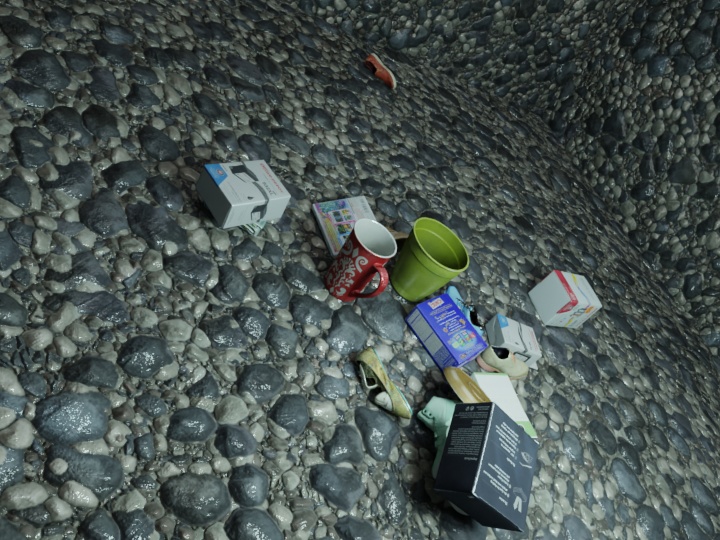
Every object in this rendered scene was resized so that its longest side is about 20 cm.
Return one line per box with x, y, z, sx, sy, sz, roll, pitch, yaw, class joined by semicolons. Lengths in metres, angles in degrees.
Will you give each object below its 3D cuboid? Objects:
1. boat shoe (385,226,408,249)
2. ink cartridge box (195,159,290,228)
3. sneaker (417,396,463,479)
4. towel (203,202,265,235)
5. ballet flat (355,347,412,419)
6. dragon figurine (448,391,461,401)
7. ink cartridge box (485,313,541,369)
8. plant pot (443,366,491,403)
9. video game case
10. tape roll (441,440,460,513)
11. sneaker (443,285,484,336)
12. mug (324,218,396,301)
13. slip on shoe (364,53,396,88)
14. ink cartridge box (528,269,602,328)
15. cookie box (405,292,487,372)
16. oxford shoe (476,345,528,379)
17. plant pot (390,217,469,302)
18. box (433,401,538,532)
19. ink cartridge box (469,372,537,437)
0.080;-0.107;1.803;0.196;0.074;0.070;-6;60;-43;boat shoe
-0.302;-0.203;1.485;0.197;0.084;0.146;-17;62;-47;ink cartridge box
0.183;0.403;1.390;0.115;0.075;0.203;12;53;25;sneaker
-0.323;-0.198;1.570;0.169;0.048;0.202;31;37;-13;towel
0.049;0.284;1.390;0.070;0.071;0.202;-9;59;-45;ballet flat
0.298;0.395;1.487;0.200;0.059;0.099;47;38;12;dragon figurine
0.503;0.230;1.829;0.196;0.068;0.118;21;40;-24;ink cartridge box
0.291;0.319;1.466;0.199;0.027;0.201;43;12;-11;plant pot
-0.035;-0.135;1.727;0.177;0.024;0.203;-11;58;-22;video game case
0.264;0.463;1.334;0.199;0.037;0.209;12;71;-40;tape roll
0.327;0.126;1.764;0.077;0.090;0.203;2;50;-39;sneaker
-0.010;-0.007;1.516;0.131;0.201;0.180;24;39;-18;mug
0.094;-0.926;2.679;0.061;0.074;0.201;-39;86;-18;slip on shoe
0.755;0.109;2.107;0.196;0.146;0.147;8;46;-34;ink cartridge box
0.248;0.179;1.653;0.169;0.076;0.202;-15;62;-47;cookie box
0.444;0.276;1.724;0.196;0.074;0.072;16;42;-28;oxford shoe
0.189;-0.014;1.702;0.196;0.194;0.204;22;39;-19;plant pot
0.280;0.427;1.254;0.196;0.116;0.203;42;54;-27;box
0.391;0.382;1.590;0.142;0.048;0.204;9;47;-34;ink cartridge box
